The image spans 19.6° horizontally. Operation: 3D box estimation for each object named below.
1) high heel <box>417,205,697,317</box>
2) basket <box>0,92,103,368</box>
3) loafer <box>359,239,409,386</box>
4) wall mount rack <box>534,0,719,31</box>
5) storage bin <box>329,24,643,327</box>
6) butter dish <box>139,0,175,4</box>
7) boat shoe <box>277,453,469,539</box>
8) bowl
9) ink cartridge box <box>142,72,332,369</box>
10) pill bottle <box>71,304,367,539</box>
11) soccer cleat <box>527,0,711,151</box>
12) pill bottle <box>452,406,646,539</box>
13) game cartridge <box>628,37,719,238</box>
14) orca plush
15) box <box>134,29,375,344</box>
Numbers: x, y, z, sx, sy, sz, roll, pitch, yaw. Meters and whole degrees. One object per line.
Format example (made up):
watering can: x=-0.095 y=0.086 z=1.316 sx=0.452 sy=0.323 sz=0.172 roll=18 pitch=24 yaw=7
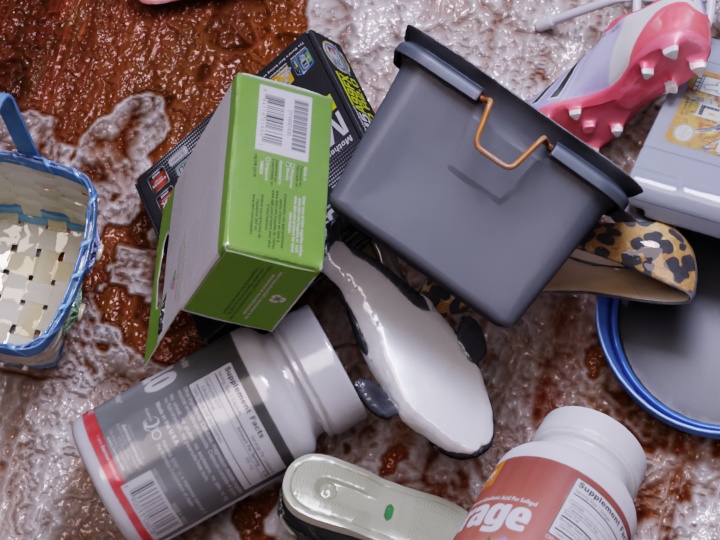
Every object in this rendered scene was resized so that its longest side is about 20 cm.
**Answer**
high heel: x=0.142 y=0.011 z=1.529 sx=0.199 sy=0.072 sz=0.143 roll=-33 pitch=53 yaw=-8
basket: x=-0.274 y=-0.021 z=1.583 sx=0.138 sy=0.200 sz=0.178 roll=10 pitch=72 yaw=13
loafer: x=0.000 y=0.000 z=1.604 sx=0.062 sy=0.072 sz=0.201 roll=-28 pitch=70 yaw=6
wall mount rack: x=0.223 y=-0.259 z=1.650 sx=0.172 sy=0.075 sz=0.202 roll=2 pitch=76 yaw=11
storage bin: x=0.077 y=-0.056 z=1.454 sx=0.199 sy=0.146 sz=0.135 roll=34 pitch=89 yaw=0
butter dish: x=-0.119 y=-0.347 z=1.711 sx=0.197 sy=0.148 sz=0.202 roll=-12 pitch=67 yaw=4
boat shoe: x=0.031 y=0.203 z=1.527 sx=0.199 sy=0.068 sz=0.072 roll=26 pitch=52 yaw=4
bowl: x=0.275 y=0.031 z=1.558 sx=0.198 sy=0.039 sz=0.203 roll=-3 pitch=69 yaw=8
ink cartridge box: x=-0.092 y=-0.026 z=1.523 sx=0.075 sy=0.200 sz=0.149 roll=13 pitch=58 yaw=-17
pill bottle: x=-0.104 y=0.114 z=1.551 sx=0.199 sy=0.114 sz=0.114 roll=-29 pitch=67 yaw=-2
soccer cleat: x=0.188 y=-0.148 z=1.593 sx=0.199 sy=0.066 sz=0.077 roll=-33 pitch=41 yaw=41
pill bottle: x=0.125 y=0.194 z=1.459 sx=0.111 sy=0.113 sz=0.200 roll=22 pitch=51 yaw=17
game cartridge: x=0.288 y=-0.099 z=1.562 sx=0.132 sy=0.042 sz=0.201 roll=13 pitch=44 yaw=18
orca plush: x=0.020 y=0.062 z=1.523 sx=0.199 sy=0.071 sz=0.105 roll=38 pitch=67 yaw=5
box: x=-0.068 y=-0.061 z=1.599 sx=0.200 sy=0.044 sz=0.161 roll=-38 pitch=59 yaw=22
